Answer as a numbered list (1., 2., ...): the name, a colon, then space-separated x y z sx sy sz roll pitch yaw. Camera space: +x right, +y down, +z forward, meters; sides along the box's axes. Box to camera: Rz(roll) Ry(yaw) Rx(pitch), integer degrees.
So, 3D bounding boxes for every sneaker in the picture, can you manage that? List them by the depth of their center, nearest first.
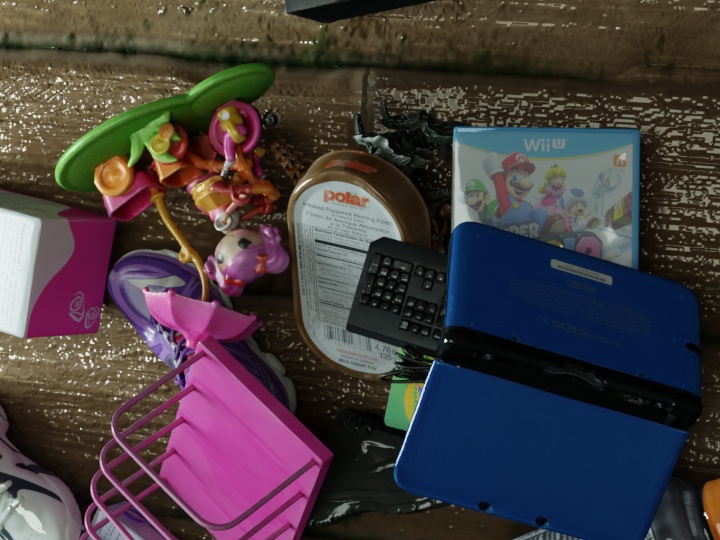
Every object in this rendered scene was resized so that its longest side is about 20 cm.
1. sneaker: 0.018 0.151 1.717 0.199 0.076 0.092 -10 86 19
2. sneaker: -0.133 0.058 1.759 0.200 0.083 0.081 43 105 14
3. sneaker: -0.323 0.177 1.790 0.079 0.129 0.200 -43 67 24

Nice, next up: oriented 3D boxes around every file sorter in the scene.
1. file sorter: -0.131 0.182 1.683 0.139 0.125 0.201 43 143 18

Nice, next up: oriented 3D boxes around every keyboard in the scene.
1. keyboard: 0.089 0.048 1.597 0.199 0.040 0.105 16 87 4

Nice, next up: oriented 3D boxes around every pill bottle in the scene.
1. pill bottle: 0.207 0.223 1.634 0.199 0.106 0.107 -25 85 19

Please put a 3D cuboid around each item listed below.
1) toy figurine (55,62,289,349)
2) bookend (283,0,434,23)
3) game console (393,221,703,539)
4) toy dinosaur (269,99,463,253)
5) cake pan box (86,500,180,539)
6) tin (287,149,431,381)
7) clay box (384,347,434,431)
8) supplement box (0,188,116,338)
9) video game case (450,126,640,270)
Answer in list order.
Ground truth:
1. toy figurine: -0.118 -0.036 1.701 0.199 0.150 0.185 -29 75 15
2. bookend: 0.032 -0.311 1.674 0.197 0.092 0.202 -10 88 18
3. game console: 0.137 0.083 1.574 0.199 0.172 0.119 17 139 -12
4. toy dinosaur: 0.019 -0.052 1.697 0.199 0.102 0.136 18 118 -5
5. cake pan box: -0.182 0.326 1.810 0.184 0.052 0.201 32 103 17
6. tin: 0.000 0.000 1.681 0.111 0.042 0.201 11 128 20
7. clay box: 0.126 0.087 1.656 0.198 0.048 0.116 13 89 5
8. supplement box: -0.314 -0.016 1.790 0.199 0.101 0.104 13 98 32
9. video game case: 0.139 -0.007 1.628 0.142 0.018 0.202 1 85 4
